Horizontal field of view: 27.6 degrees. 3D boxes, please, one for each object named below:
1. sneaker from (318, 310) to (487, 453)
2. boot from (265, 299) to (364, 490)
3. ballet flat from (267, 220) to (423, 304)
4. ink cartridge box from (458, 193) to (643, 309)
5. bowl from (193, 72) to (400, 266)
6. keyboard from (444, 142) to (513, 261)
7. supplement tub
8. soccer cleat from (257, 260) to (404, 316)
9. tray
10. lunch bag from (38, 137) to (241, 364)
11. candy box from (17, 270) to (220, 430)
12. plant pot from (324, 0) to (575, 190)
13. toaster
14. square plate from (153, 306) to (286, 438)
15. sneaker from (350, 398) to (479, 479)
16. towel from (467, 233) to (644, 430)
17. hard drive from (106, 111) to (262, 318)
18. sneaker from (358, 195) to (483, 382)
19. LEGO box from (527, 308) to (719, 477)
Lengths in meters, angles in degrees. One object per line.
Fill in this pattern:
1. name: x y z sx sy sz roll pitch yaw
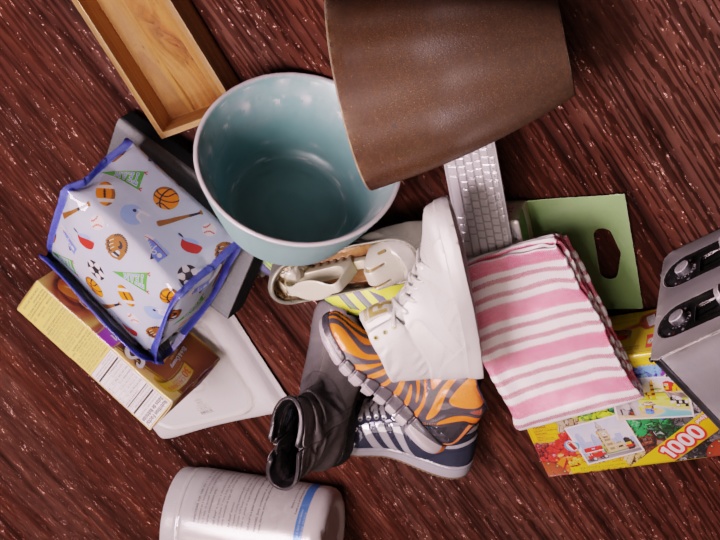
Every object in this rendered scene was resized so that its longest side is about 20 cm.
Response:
1. sneaker: 0.055 0.093 1.540 0.112 0.078 0.200 -41 106 21
2. boot: -0.047 0.130 1.572 0.070 0.132 0.200 3 95 25
3. ballet flat: 0.000 0.000 1.475 0.200 0.064 0.067 -11 119 19
4. ink cartridge box: 0.176 -0.003 1.492 0.200 0.048 0.146 -1 125 22
5. bowl: -0.065 -0.084 1.438 0.201 0.201 0.105 20 149 3
6. keyboard: 0.121 -0.043 1.445 0.056 0.011 0.200 -1 123 20
7. supplement tub: -0.129 0.314 1.780 0.200 0.132 0.132 8 128 14
8. soccer cleat: -0.026 -0.007 1.541 0.200 0.065 0.084 18 140 8
9. tray: -0.206 -0.234 1.453 0.099 0.037 0.200 -16 120 28
10. lunch bag: -0.236 -0.004 1.513 0.170 0.124 0.200 44 146 6
11. candy box: -0.265 0.071 1.623 0.200 0.117 0.056 42 122 1
12. plant pot: 0.087 -0.184 1.318 0.200 0.187 0.187 -12 122 9
13. toaster: 0.379 0.074 1.392 0.119 0.181 0.200 -34 109 34
14. square plate: -0.209 0.115 1.724 0.200 0.028 0.198 -16 119 28
15. sneaker: 0.039 0.161 1.646 0.200 0.070 0.109 15 131 2
16. towel: 0.178 0.067 1.464 0.146 0.030 0.200 -19 109 30
17. hard drive: -0.190 -0.059 1.548 0.200 0.033 0.140 37 131 12
18. sneaker: 0.052 0.027 1.421 0.115 0.074 0.200 -7 118 7
19. LEGO box: 0.272 0.128 1.537 0.200 0.077 0.149 -12 121 26
